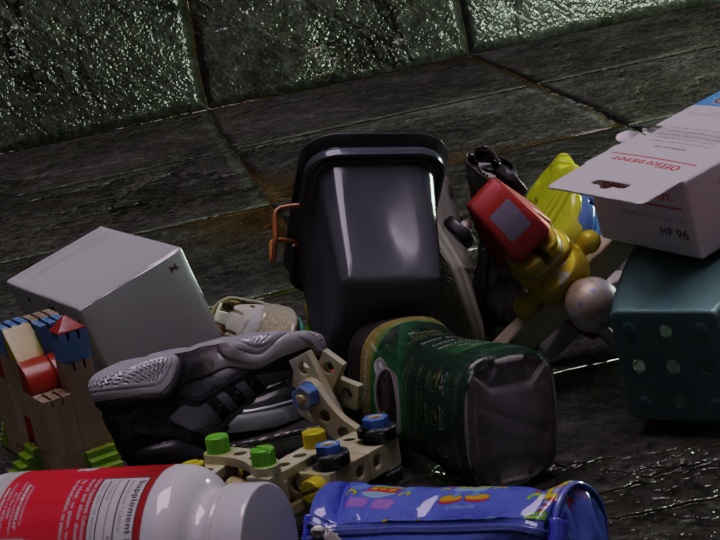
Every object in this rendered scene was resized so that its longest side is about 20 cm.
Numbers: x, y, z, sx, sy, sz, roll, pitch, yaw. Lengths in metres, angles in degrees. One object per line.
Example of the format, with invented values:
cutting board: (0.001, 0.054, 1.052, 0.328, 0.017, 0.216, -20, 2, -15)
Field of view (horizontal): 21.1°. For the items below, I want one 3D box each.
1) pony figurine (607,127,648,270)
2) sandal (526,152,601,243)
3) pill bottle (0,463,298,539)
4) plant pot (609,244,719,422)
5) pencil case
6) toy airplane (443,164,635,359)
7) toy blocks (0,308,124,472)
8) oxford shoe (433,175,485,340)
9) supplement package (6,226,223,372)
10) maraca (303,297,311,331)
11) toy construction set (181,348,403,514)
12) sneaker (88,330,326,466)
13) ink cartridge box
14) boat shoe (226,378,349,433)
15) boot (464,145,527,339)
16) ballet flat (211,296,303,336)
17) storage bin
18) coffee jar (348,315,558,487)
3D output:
pony figurine: (0.317, -0.029, 1.733, 0.193, 0.167, 0.200, 19, -8, -33)
sandal: (0.207, -0.053, 1.805, 0.080, 0.087, 0.200, -52, 5, 17)
pill bottle: (-0.148, 0.183, 1.255, 0.200, 0.113, 0.112, -5, 15, 23)
plant pot: (0.280, 0.032, 1.486, 0.141, 0.142, 0.200, 0, 22, 37)
pencil case: (0.054, 0.170, 1.213, 0.200, 0.078, 0.087, -4, -14, 29)
toy airplane: (0.170, 0.016, 1.586, 0.199, 0.200, 0.141, -5, 27, -25)
toy blocks: (-0.268, 0.097, 1.645, 0.100, 0.137, 0.200, -17, 14, -24)
oxford shoe: (0.073, -0.023, 1.737, 0.058, 0.200, 0.075, -20, -4, -34)
supplement package: (-0.233, 0.043, 1.840, 0.117, 0.117, 0.200, -31, 20, -23)
maraca: (-0.003, 0.027, 1.803, 0.200, 0.107, 0.137, -48, 14, -29)
toy construction set: (-0.048, 0.138, 1.429, 0.131, 0.092, 0.200, -1, 27, 36)
sneaker: (-0.112, 0.113, 1.515, 0.200, 0.114, 0.075, -12, 3, -29)
ink cartridge box: (0.256, -0.069, 1.480, 0.200, 0.068, 0.116, -28, 23, -27)
boat shoe: (-0.048, 0.088, 1.678, 0.200, 0.057, 0.069, -18, 15, -27)
boot: (0.125, -0.030, 1.770, 0.069, 0.174, 0.200, -14, 14, -10)
ballet flat: (-0.105, 0.057, 1.808, 0.062, 0.068, 0.200, 21, -4, -14)
storage bin: (0.000, 0.000, 1.602, 0.145, 0.200, 0.135, -1, 53, -10)
coffee jar: (0.065, 0.095, 1.462, 0.085, 0.105, 0.200, -9, 12, -26)
